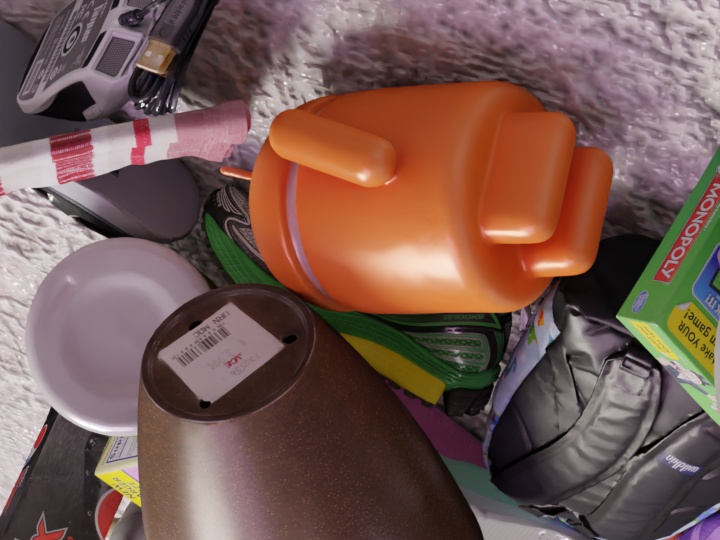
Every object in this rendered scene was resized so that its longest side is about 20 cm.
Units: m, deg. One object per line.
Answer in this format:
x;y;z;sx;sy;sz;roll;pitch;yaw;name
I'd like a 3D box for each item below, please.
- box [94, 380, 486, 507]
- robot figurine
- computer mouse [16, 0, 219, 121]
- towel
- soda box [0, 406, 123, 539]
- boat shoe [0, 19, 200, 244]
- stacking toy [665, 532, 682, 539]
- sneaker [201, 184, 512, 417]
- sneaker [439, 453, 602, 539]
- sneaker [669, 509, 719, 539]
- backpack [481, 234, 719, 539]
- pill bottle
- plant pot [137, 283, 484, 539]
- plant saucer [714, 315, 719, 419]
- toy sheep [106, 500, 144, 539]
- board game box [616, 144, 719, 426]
-0.042;0.130;1.429;0.176;0.097;0.200;39;148;-28;box
0.026;-0.037;1.081;0.199;0.144;0.117;-2;104;37;robot figurine
-0.114;-0.115;1.085;0.044;0.110;0.200;29;162;-24;computer mouse
-0.157;-0.055;1.107;0.199;0.023;0.144;-12;180;-6;towel
-0.208;0.165;1.493;0.071;0.201;0.063;28;141;-10;soda box
-0.180;-0.073;1.219;0.200;0.069;0.056;37;149;-28;boat shoe
0.172;0.169;1.363;0.085;0.086;0.200;20;148;5;stacking toy
0.000;0.000;1.221;0.199;0.085;0.078;28;-165;15;sneaker
0.064;0.148;1.303;0.200;0.074;0.118;20;-170;20;sneaker
0.186;0.182;1.193;0.081;0.083;0.200;61;150;14;sneaker
0.149;0.070;1.166;0.163;0.154;0.200;22;132;-4;backpack
-0.129;0.044;1.284;0.111;0.112;0.200;21;176;3;pill bottle
-0.044;0.108;1.137;0.186;0.187;0.200;8;140;26;plant pot
0.233;0.016;0.974;0.200;0.200;0.050;44;175;-33;plant saucer
-0.127;0.212;1.579;0.137;0.139;0.200;-4;-177;40;toy sheep
0.217;0.026;1.027;0.029;0.135;0.200;10;153;52;board game box
